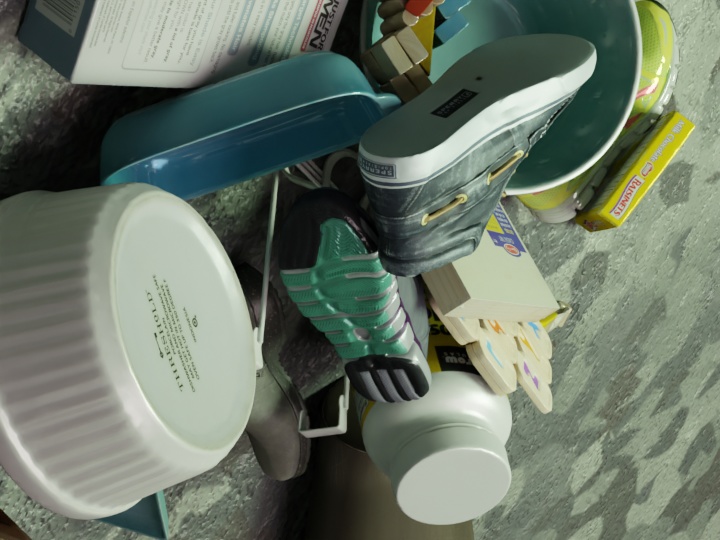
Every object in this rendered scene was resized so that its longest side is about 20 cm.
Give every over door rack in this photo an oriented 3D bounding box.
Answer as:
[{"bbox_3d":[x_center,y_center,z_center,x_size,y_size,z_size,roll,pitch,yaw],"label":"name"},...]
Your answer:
[{"bbox_3d":[-0.021,0.006,1.170,0.148,0.067,0.200,44,55,-55],"label":"over door rack"}]

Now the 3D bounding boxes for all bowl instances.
[{"bbox_3d":[0.079,-0.149,1.139,0.200,0.105,0.201,0,90,-18],"label":"bowl"}]

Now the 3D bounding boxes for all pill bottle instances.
[{"bbox_3d":[0.050,0.087,1.249,0.112,0.200,0.113,-7,134,-7],"label":"pill bottle"}]

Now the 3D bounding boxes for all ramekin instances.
[{"bbox_3d":[-0.140,0.040,0.980,0.094,0.203,0.202,-15,153,22],"label":"ramekin"}]

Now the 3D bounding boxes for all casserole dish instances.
[{"bbox_3d":[-0.075,-0.088,1.032,0.200,0.039,0.121,-19,169,6],"label":"casserole dish"}]

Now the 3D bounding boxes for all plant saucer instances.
[{"bbox_3d":[-0.173,0.113,1.153,0.200,0.070,0.019,87,24,-43],"label":"plant saucer"}]

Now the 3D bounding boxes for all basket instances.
[{"bbox_3d":[0.023,0.191,1.396,0.180,0.136,0.200,-30,136,-33],"label":"basket"}]

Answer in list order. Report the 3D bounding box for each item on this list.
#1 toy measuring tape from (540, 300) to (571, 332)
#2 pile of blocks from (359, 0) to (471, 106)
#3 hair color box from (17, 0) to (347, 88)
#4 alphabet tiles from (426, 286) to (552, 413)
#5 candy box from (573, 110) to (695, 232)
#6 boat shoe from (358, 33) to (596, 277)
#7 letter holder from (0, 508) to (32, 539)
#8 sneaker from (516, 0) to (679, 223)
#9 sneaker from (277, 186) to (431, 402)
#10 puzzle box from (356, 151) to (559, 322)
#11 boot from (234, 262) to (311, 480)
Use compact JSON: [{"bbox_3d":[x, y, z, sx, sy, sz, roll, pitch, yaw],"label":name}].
[{"bbox_3d":[0.135,0.039,1.469,0.074,0.073,0.200,-64,167,15],"label":"toy measuring tape"},{"bbox_3d":[0.046,-0.201,1.043,0.082,0.062,0.200,0,89,-17],"label":"pile of blocks"},{"bbox_3d":[-0.097,-0.165,0.997,0.200,0.061,0.099,-4,124,-47],"label":"hair color box"},{"bbox_3d":[0.087,0.011,1.257,0.015,0.200,0.196,-30,110,20],"label":"alphabet tiles"},{"bbox_3d":[0.225,-0.079,1.394,0.102,0.026,0.200,-55,179,1],"label":"candy box"},{"bbox_3d":[0.075,-0.076,1.050,0.200,0.071,0.091,-33,132,-34],"label":"boat shoe"},{"bbox_3d":[-0.240,0.077,0.969,0.101,0.142,0.200,-50,145,-4],"label":"letter holder"},{"bbox_3d":[0.182,-0.133,1.342,0.090,0.078,0.200,22,100,-48],"label":"sneaker"},{"bbox_3d":[0.000,0.000,1.108,0.200,0.074,0.088,68,25,-46],"label":"sneaker"},{"bbox_3d":[0.075,-0.025,1.211,0.025,0.133,0.200,-34,164,19],"label":"puzzle box"},{"bbox_3d":[-0.113,0.096,1.213,0.131,0.068,0.200,-31,131,-25],"label":"boot"}]
